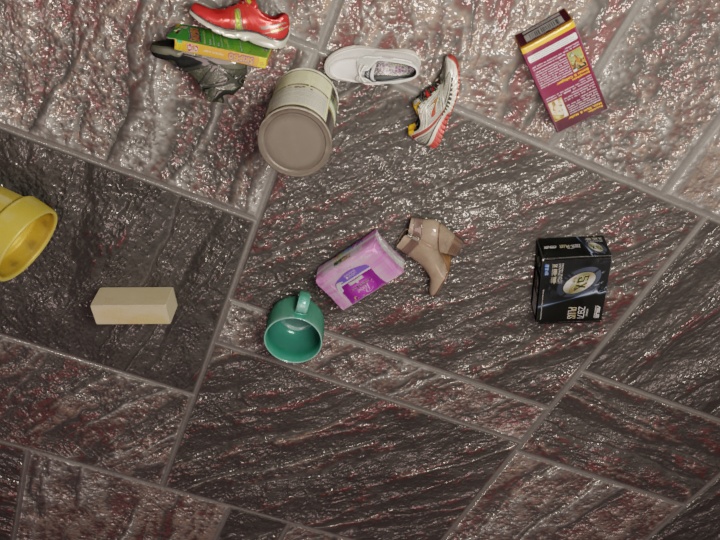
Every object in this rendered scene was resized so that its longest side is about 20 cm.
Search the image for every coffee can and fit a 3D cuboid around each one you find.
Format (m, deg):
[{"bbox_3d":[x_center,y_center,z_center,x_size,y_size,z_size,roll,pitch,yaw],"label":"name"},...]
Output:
[{"bbox_3d":[-0.122,-0.304,1.416,0.144,0.201,0.148,2,127,2],"label":"coffee can"}]

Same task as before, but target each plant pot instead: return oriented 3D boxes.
[{"bbox_3d":[-0.844,-0.111,1.615,0.188,0.201,0.201,36,122,-4],"label":"plant pot"}]

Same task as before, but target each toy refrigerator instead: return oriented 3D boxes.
[{"bbox_3d":[-0.584,0.093,1.810,0.197,0.076,0.071,0,127,3],"label":"toy refrigerator"}]

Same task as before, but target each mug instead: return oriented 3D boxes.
[{"bbox_3d":[-0.156,0.135,1.792,0.184,0.115,0.152,-35,117,24],"label":"mug"}]

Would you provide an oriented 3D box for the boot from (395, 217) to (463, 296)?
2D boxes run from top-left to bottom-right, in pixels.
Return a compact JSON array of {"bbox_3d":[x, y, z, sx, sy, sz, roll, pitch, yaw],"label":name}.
[{"bbox_3d":[0.154,-0.038,1.685,0.144,0.071,0.202,20,124,-4],"label":"boot"}]

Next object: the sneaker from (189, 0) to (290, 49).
[{"bbox_3d":[-0.234,-0.500,1.371,0.197,0.077,0.086,11,115,-13],"label":"sneaker"}]

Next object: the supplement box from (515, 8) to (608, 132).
[{"bbox_3d":[0.400,-0.395,1.392,0.109,0.086,0.201,-24,121,19],"label":"supplement box"}]

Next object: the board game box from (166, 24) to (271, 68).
[{"bbox_3d":[-0.277,-0.447,1.386,0.197,0.096,0.030,13,124,-6],"label":"board game box"}]

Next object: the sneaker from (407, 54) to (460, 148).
[{"bbox_3d":[0.153,-0.349,1.445,0.081,0.078,0.202,15,125,-6],"label":"sneaker"}]

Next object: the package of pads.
[{"bbox_3d":[0.000,0.000,1.709,0.199,0.076,0.121,-33,117,24],"label":"package of pads"}]

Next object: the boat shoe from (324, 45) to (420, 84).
[{"bbox_3d":[0.023,-0.407,1.415,0.197,0.069,0.073,4,127,0],"label":"boat shoe"}]

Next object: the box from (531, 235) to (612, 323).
[{"bbox_3d":[0.506,0.025,1.692,0.161,0.087,0.202,-2,126,4],"label":"box"}]

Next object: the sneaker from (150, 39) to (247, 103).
[{"bbox_3d":[-0.333,-0.406,1.432,0.196,0.077,0.116,9,120,-10],"label":"sneaker"}]
